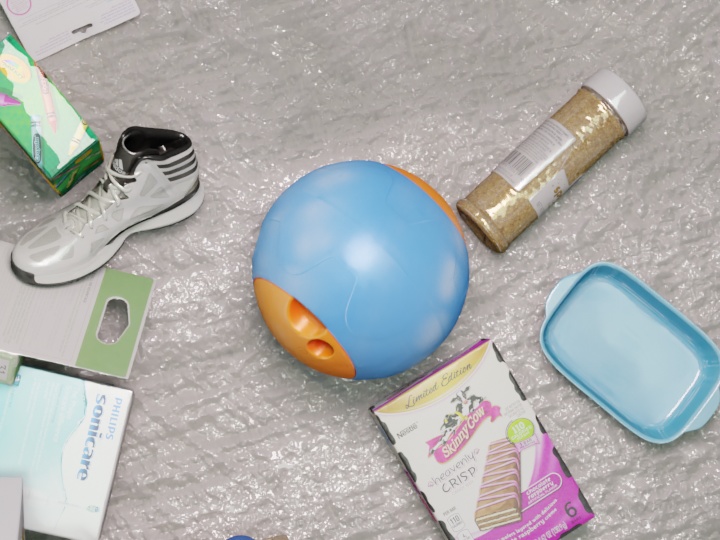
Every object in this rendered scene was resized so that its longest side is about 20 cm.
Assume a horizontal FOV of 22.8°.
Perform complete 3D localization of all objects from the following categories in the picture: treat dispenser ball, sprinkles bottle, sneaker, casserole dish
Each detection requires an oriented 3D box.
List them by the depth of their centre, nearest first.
[{"bbox_3d":[0.000,0.000,1.636,0.200,0.201,0.202,0,89,-6],"label":"treat dispenser ball"},{"bbox_3d":[-0.238,-0.072,1.637,0.200,0.116,0.076,-30,57,-20],"label":"sneaker"},{"bbox_3d":[0.184,-0.106,1.726,0.200,0.068,0.068,-43,93,-5],"label":"sprinkles bottle"},{"bbox_3d":[0.262,0.080,1.744,0.200,0.039,0.121,39,85,-3],"label":"casserole dish"}]

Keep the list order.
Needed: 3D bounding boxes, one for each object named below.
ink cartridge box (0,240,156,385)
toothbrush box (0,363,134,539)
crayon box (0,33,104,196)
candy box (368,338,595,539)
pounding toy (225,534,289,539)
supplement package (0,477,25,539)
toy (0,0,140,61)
[{"bbox_3d":[-0.300,0.042,1.635,0.199,0.146,0.048,16,129,-6],"label":"ink cartridge box"},{"bbox_3d":[-0.321,0.158,1.655,0.199,0.085,0.147,13,86,-5],"label":"toothbrush box"},{"bbox_3d":[-0.291,-0.136,1.608,0.058,0.200,0.119,-40,93,-6],"label":"crayon box"},{"bbox_3d":[0.116,0.184,1.714,0.136,0.061,0.201,-32,91,-5],"label":"candy box"},{"bbox_3d":[-0.152,0.299,1.620,0.199,0.184,0.143,-11,90,-6],"label":"pounding toy"},{"bbox_3d":[-0.372,0.305,1.569,0.150,0.152,0.201,1,127,-6],"label":"supplement package"},{"bbox_3d":[-0.300,-0.309,1.670,0.115,0.047,0.201,-23,122,3],"label":"toy"}]
